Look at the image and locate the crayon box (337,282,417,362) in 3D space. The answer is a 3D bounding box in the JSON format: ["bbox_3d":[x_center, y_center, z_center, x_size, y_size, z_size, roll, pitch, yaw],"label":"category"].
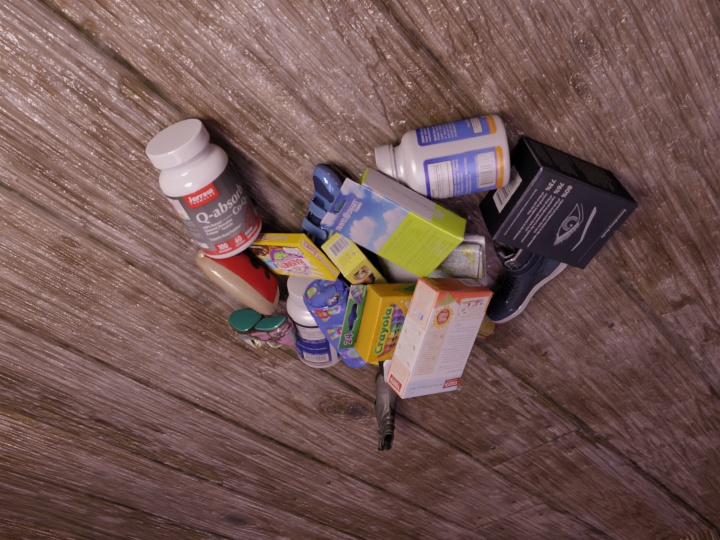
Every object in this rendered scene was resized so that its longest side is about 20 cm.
[{"bbox_3d":[0.067,0.090,0.920,0.197,0.052,0.128,-1,115,-30],"label":"crayon box"}]

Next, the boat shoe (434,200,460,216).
[{"bbox_3d":[0.098,-0.098,0.920,0.198,0.061,0.072,19,130,-19],"label":"boat shoe"}]

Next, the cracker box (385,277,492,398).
[{"bbox_3d":[0.133,0.114,0.900,0.132,0.058,0.203,2,113,-37],"label":"cracker box"}]

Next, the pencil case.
[{"bbox_3d":[-0.029,0.094,0.954,0.085,0.079,0.201,-18,133,11],"label":"pencil case"}]

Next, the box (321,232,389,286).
[{"bbox_3d":[0.000,0.000,0.935,0.050,0.075,0.200,-41,154,2],"label":"box"}]

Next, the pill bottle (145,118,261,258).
[{"bbox_3d":[-0.248,-0.127,0.840,0.114,0.117,0.202,-14,133,10],"label":"pill bottle"}]

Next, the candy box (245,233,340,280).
[{"bbox_3d":[-0.132,-0.026,0.928,0.198,0.027,0.102,5,149,47],"label":"candy box"}]

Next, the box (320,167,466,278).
[{"bbox_3d":[0.049,-0.074,0.817,0.198,0.048,0.122,27,141,-10],"label":"box"}]

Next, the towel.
[{"bbox_3d":[0.131,-0.014,0.955,0.196,0.049,0.172,2,151,15],"label":"towel"}]

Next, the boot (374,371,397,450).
[{"bbox_3d":[0.070,0.346,1.284,0.066,0.132,0.202,0,133,-3],"label":"boot"}]

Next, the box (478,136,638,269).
[{"bbox_3d":[0.328,-0.110,0.887,0.197,0.105,0.149,16,127,-18],"label":"box"}]

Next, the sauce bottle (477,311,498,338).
[{"bbox_3d":[0.208,0.090,1.065,0.066,0.067,0.199,-35,143,27],"label":"sauce bottle"}]

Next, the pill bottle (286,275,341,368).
[{"bbox_3d":[-0.086,0.091,1.051,0.113,0.117,0.202,-3,133,1],"label":"pill bottle"}]

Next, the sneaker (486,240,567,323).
[{"bbox_3d":[0.283,0.010,1.008,0.145,0.077,0.203,20,120,-35],"label":"sneaker"}]

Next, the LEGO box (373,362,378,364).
[{"bbox_3d":[0.082,0.134,1.124,0.196,0.078,0.150,13,131,-15],"label":"LEGO box"}]

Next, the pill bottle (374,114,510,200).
[{"bbox_3d":[0.125,-0.169,0.821,0.196,0.113,0.113,-9,133,7],"label":"pill bottle"}]

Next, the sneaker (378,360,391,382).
[{"bbox_3d":[0.077,0.146,1.032,0.085,0.081,0.202,-9,138,-9],"label":"sneaker"}]

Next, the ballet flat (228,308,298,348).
[{"bbox_3d":[-0.196,0.123,1.052,0.198,0.069,0.072,0,125,45],"label":"ballet flat"}]

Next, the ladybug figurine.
[{"bbox_3d":[-0.220,0.010,0.973,0.072,0.135,0.200,-53,138,-6],"label":"ladybug figurine"}]

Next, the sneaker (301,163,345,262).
[{"bbox_3d":[-0.059,-0.085,0.900,0.081,0.074,0.202,-28,135,-22],"label":"sneaker"}]
